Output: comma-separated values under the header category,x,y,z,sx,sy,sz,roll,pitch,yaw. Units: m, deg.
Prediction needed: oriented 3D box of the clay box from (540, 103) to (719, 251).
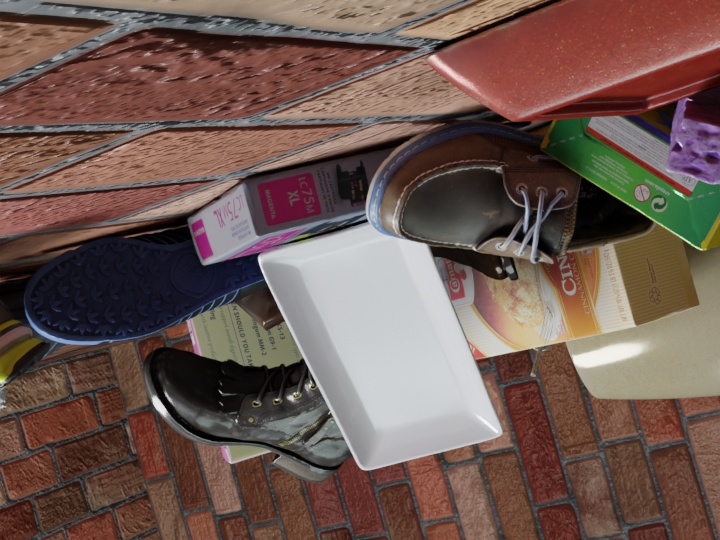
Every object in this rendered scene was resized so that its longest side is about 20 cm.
category,x,y,z,sx,sy,sz,roll,pitch,yaw
clay box,0.207,-0.072,0.816,0.200,0.115,0.048,-16,136,-54

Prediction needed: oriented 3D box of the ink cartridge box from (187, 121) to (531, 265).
category,x,y,z,sx,sy,sz,roll,pitch,yaw
ink cartridge box,0.002,-0.049,0.850,0.199,0.042,0.119,-17,179,-24

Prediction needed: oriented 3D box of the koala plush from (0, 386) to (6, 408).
category,x,y,z,sx,sy,sz,roll,pitch,yaw
koala plush,-0.361,0.114,1.001,0.199,0.185,0.177,-31,-156,-10

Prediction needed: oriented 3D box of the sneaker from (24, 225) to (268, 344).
category,x,y,z,sx,sy,sz,roll,pitch,yaw
sneaker,-0.130,0.007,0.898,0.199,0.071,0.078,-16,173,-24

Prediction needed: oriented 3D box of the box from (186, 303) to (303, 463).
category,x,y,z,sx,sy,sz,roll,pitch,yaw
box,-0.040,0.043,1.107,0.199,0.177,0.097,-16,178,-9

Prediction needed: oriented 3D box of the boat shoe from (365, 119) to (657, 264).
category,x,y,z,sx,sy,sz,roll,pitch,yaw
boat shoe,0.097,-0.043,0.787,0.199,0.073,0.072,-9,-146,-34

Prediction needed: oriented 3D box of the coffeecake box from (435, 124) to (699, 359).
category,x,y,z,sx,sy,sz,roll,pitch,yaw
coffeecake box,0.142,-0.024,1.021,0.073,0.155,0.200,-13,177,-35

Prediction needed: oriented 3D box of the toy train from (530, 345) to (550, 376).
category,x,y,z,sx,sy,sz,roll,pitch,yaw
toy train,0.129,-0.003,1.183,0.084,0.201,0.115,30,158,-36

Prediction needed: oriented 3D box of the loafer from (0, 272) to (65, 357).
category,x,y,z,sx,sy,sz,roll,pitch,yaw
loafer,-0.239,0.025,0.925,0.072,0.063,0.200,-48,175,14

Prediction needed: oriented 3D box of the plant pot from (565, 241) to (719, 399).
category,x,y,z,sx,sy,sz,roll,pitch,yaw
plant pot,0.268,0.028,1.084,0.199,0.188,0.187,-23,176,19

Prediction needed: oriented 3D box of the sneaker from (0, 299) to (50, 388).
category,x,y,z,sx,sy,sz,roll,pitch,yaw
sneaker,-0.263,0.053,0.792,0.199,0.081,0.074,-27,-175,35

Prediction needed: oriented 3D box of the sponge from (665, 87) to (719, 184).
category,x,y,z,sx,sy,sz,roll,pitch,yaw
sponge,0.218,-0.070,0.699,0.111,0.030,0.200,18,-160,9

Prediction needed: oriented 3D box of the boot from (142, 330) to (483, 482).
category,x,y,z,sx,sy,sz,roll,pitch,yaw
boot,-0.034,0.071,0.959,0.199,0.070,0.174,26,134,-29

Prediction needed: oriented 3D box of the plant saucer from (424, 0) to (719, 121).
category,x,y,z,sx,sy,sz,roll,pitch,yaw
plant saucer,0.156,-0.104,0.560,0.199,0.037,0.199,-18,178,31

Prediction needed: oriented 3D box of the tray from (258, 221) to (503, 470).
category,x,y,z,sx,sy,sz,roll,pitch,yaw
tray,0.017,0.047,0.887,0.107,0.201,0.022,-15,-145,13

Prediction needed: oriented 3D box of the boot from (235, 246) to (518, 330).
category,x,y,z,sx,sy,sz,roll,pitch,yaw
boot,0.000,0.000,0.955,0.199,0.065,0.186,-23,-160,-4
